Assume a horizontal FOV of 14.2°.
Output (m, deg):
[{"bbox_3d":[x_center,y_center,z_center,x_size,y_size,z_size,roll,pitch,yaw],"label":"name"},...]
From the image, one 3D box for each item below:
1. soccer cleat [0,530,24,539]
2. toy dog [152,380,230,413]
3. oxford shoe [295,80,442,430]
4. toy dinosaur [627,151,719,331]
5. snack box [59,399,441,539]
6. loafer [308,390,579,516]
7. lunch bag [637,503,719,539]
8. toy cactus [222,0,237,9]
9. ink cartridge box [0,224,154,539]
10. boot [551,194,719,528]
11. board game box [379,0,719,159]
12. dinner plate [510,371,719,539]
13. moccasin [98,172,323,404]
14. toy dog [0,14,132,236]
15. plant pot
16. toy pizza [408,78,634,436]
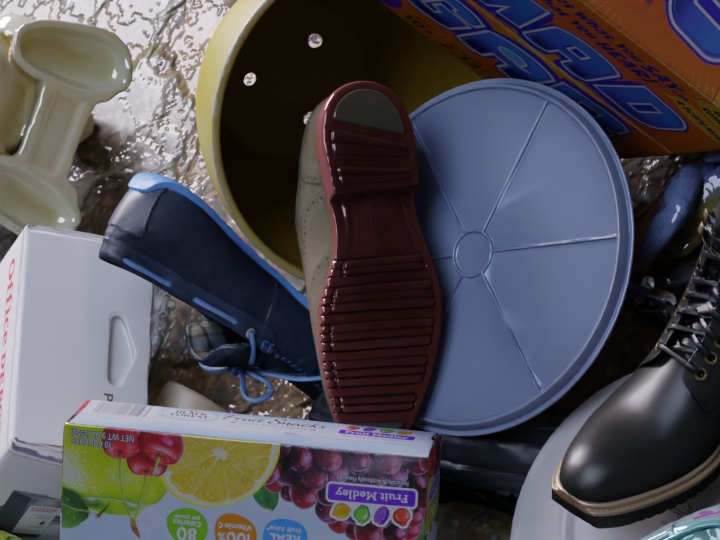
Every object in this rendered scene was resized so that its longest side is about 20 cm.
[{"bbox_3d":[-0.223,0.171,1.691,0.083,0.201,0.065,-30,48,-5],"label":"soccer cleat"},{"bbox_3d":[-0.052,0.150,1.675,0.132,0.096,0.200,-45,67,2],"label":"toy dog"},{"bbox_3d":[0.000,0.000,1.603,0.075,0.070,0.201,164,107,-68],"label":"oxford shoe"},{"bbox_3d":[0.199,-0.060,1.594,0.199,0.105,0.182,20,75,39],"label":"toy dinosaur"},{"bbox_3d":[-0.061,0.152,1.562,0.199,0.053,0.143,5,105,9],"label":"snack box"},{"bbox_3d":[0.064,0.094,1.629,0.200,0.068,0.071,13,67,30],"label":"loafer"},{"bbox_3d":[0.155,0.217,1.443,0.199,0.077,0.161,-29,84,20],"label":"lunch bag"},{"bbox_3d":[-0.031,-0.224,1.827,0.165,0.102,0.201,-42,51,26],"label":"toy cactus"},{"bbox_3d":[-0.193,0.081,1.720,0.200,0.084,0.147,136,140,-56],"label":"ink cartridge box"},{"bbox_3d":[0.169,0.027,1.476,0.077,0.139,0.200,30,56,35],"label":"boot"},{"bbox_3d":[0.145,-0.200,1.576,0.201,0.200,0.200,-60,19,-13],"label":"board game box"},{"bbox_3d":[0.171,0.137,1.516,0.199,0.024,0.201,-8,64,17],"label":"dinner plate"},{"bbox_3d":[-0.078,0.026,1.671,0.068,0.200,0.080,-53,25,-14],"label":"moccasin"},{"bbox_3d":[-0.262,-0.094,1.859,0.200,0.193,0.140,-179,101,-68],"label":"toy dog"},{"bbox_3d":[-0.019,-0.102,1.714,0.201,0.200,0.142,-55,28,-2],"label":"plant pot"},{"bbox_3d":[0.070,-0.007,1.600,0.199,0.032,0.202,-10,73,35],"label":"toy pizza"}]
